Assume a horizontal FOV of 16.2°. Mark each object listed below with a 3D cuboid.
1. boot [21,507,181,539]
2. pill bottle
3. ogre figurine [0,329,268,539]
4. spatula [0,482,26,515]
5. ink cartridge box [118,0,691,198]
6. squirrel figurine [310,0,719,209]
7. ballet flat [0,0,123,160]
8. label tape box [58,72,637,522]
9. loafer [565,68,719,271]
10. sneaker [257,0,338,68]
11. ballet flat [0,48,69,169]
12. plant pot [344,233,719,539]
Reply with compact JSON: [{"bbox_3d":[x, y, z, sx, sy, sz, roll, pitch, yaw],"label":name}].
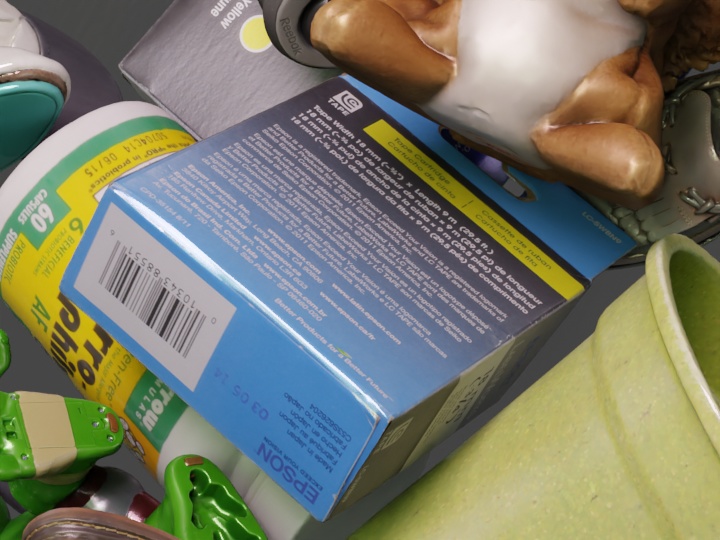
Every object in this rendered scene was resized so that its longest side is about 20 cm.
[{"bbox_3d":[-0.058,0.178,0.940,0.075,0.200,0.097,-34,23,32],"label":"boot"},{"bbox_3d":[-0.065,0.031,1.082,0.113,0.113,0.200,-44,69,1],"label":"pill bottle"},{"bbox_3d":[-0.111,0.113,1.024,0.199,0.120,0.098,22,45,-13],"label":"ogre figurine"},{"bbox_3d":[-0.121,0.120,1.124,0.200,0.021,0.057,37,89,22],"label":"spatula"},{"bbox_3d":[0.024,-0.101,1.130,0.200,0.047,0.198,40,88,24],"label":"ink cartridge box"},{"bbox_3d":[0.095,-0.131,0.994,0.141,0.200,0.187,25,90,12],"label":"squirrel figurine"},{"bbox_3d":[-0.203,-0.111,1.183,0.200,0.073,0.073,29,85,21],"label":"ballet flat"},{"bbox_3d":[0.000,0.000,1.014,0.144,0.200,0.063,40,126,15],"label":"label tape box"},{"bbox_3d":[0.162,-0.059,1.063,0.199,0.063,0.072,-22,79,8],"label":"loafer"},{"bbox_3d":[0.042,-0.158,1.078,0.199,0.076,0.079,-22,38,-7],"label":"sneaker"},{"bbox_3d":[-0.202,-0.059,1.128,0.200,0.069,0.070,-38,65,40],"label":"ballet flat"},{"bbox_3d":[0.097,0.117,0.986,0.184,0.200,0.201,-32,69,18],"label":"plant pot"}]
